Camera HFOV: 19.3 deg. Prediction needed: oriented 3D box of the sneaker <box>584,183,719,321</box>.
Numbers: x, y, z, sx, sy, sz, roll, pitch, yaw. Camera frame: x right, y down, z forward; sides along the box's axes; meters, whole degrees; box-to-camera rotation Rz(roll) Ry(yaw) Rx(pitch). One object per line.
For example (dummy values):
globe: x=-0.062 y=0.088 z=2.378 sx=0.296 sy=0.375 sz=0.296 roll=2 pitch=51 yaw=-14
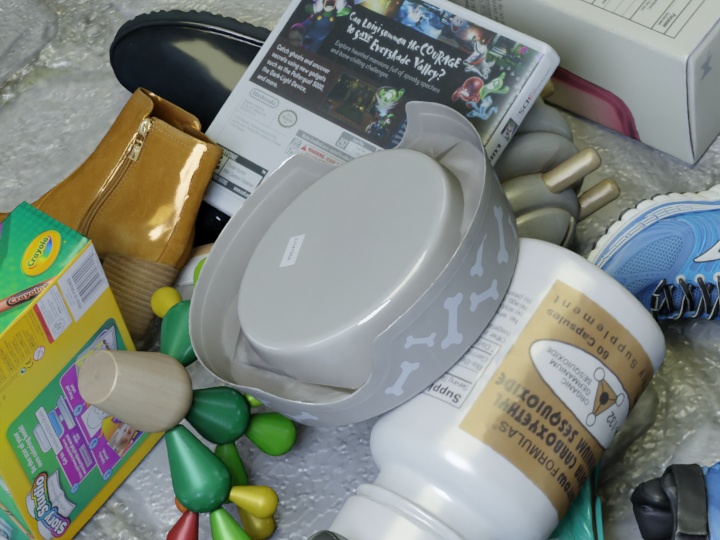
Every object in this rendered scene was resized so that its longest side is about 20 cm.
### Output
sneaker: x=0.214 y=-0.002 z=1.290 sx=0.199 sy=0.079 sz=0.089 roll=-24 pitch=58 yaw=-21

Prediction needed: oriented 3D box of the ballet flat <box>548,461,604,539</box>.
ballet flat: x=0.110 y=0.125 z=1.225 sx=0.070 sy=0.067 sz=0.201 roll=4 pitch=55 yaw=2

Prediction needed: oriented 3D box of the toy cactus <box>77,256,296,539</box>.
toy cactus: x=-0.102 y=0.076 z=1.234 sx=0.102 sy=0.165 sz=0.201 roll=-8 pitch=71 yaw=37

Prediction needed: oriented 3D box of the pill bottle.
pill bottle: x=0.071 y=0.092 z=1.161 sx=0.114 sy=0.114 sz=0.200 roll=27 pitch=71 yaw=28

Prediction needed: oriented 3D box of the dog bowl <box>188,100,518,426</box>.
dog bowl: x=0.000 y=0.000 z=1.178 sx=0.200 sy=0.059 sz=0.200 roll=-28 pitch=36 yaw=22

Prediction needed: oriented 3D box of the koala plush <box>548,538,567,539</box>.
koala plush: x=0.072 y=0.253 z=0.979 sx=0.177 sy=0.184 sz=0.200 roll=-28 pitch=73 yaw=1

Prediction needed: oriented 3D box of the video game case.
video game case: x=0.001 y=-0.091 z=1.308 sx=0.200 sy=0.023 sz=0.182 roll=29 pitch=85 yaw=39

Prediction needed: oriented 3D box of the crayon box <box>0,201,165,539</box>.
crayon box: x=-0.191 y=0.070 z=1.245 sx=0.058 sy=0.200 sz=0.119 roll=28 pitch=62 yaw=28

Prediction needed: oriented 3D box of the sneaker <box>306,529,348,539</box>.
sneaker: x=-0.040 y=0.189 z=1.146 sx=0.074 sy=0.200 sz=0.080 roll=-30 pitch=86 yaw=-36

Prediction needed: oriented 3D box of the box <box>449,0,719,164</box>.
box: x=0.170 y=-0.180 z=1.422 sx=0.200 sy=0.109 sz=0.128 roll=28 pitch=62 yaw=28

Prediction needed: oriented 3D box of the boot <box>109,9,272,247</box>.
boot: x=-0.096 y=-0.087 z=1.424 sx=0.199 sy=0.077 sz=0.169 roll=10 pitch=52 yaw=11

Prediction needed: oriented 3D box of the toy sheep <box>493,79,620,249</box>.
toy sheep: x=0.082 y=-0.056 z=1.335 sx=0.137 sy=0.138 sz=0.200 roll=-24 pitch=57 yaw=-7

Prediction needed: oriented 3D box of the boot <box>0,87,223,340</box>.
boot: x=-0.169 y=-0.051 z=1.366 sx=0.201 sy=0.071 sz=0.145 roll=25 pitch=94 yaw=43

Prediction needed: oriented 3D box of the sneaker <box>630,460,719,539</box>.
sneaker: x=0.214 y=0.115 z=1.208 sx=0.111 sy=0.077 sz=0.201 roll=12 pitch=62 yaw=8

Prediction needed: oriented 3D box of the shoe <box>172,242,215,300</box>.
shoe: x=-0.041 y=0.026 z=1.328 sx=0.199 sy=0.070 sz=0.053 roll=5 pitch=31 yaw=12
